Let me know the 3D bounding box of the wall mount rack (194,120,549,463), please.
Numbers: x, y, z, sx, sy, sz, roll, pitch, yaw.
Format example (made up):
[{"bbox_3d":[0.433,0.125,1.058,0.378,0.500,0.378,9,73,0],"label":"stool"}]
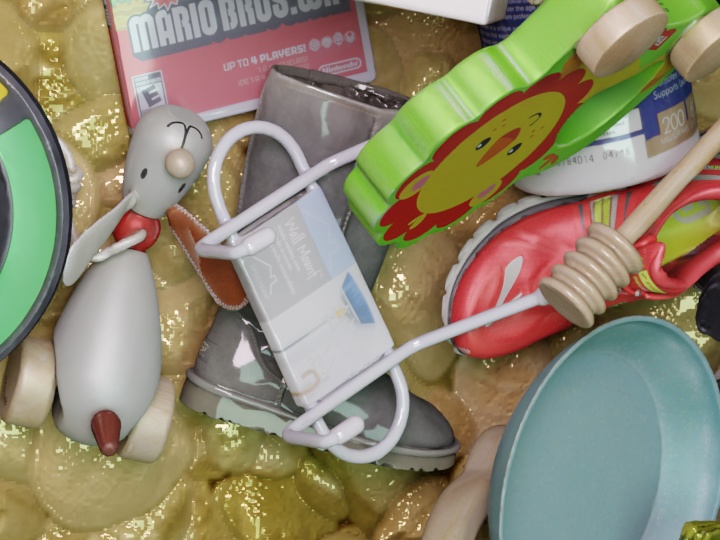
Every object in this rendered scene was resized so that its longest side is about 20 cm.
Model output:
[{"bbox_3d":[0.010,-0.001,1.437,0.174,0.075,0.200,-34,109,-29],"label":"wall mount rack"}]

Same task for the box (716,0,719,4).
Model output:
[{"bbox_3d":[0.269,-0.163,1.524,0.104,0.148,0.200,-43,111,-5],"label":"box"}]

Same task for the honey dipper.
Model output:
[{"bbox_3d":[0.172,-0.052,1.461,0.200,0.038,0.038,-48,113,-14],"label":"honey dipper"}]

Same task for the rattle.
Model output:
[{"bbox_3d":[0.051,0.145,1.584,0.130,0.143,0.200,28,64,-35],"label":"rattle"}]

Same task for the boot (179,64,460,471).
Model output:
[{"bbox_3d":[0.002,0.001,1.507,0.182,0.073,0.200,17,95,-24],"label":"boot"}]

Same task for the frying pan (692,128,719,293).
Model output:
[{"bbox_3d":[0.266,-0.020,1.592,0.190,0.031,0.115,19,74,-9],"label":"frying pan"}]

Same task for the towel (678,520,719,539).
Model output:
[{"bbox_3d":[0.173,0.236,1.576,0.086,0.018,0.200,8,108,-55],"label":"towel"}]

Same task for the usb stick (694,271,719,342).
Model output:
[{"bbox_3d":[0.268,-0.020,1.547,0.200,0.033,0.055,-31,151,-29],"label":"usb stick"}]

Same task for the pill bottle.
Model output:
[{"bbox_3d":[0.117,-0.150,1.491,0.111,0.111,0.200,-17,108,-15],"label":"pill bottle"}]

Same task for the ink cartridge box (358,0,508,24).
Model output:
[{"bbox_3d":[0.009,-0.199,1.373,0.200,0.129,0.125,13,99,6],"label":"ink cartridge box"}]

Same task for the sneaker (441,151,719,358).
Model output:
[{"bbox_3d":[0.137,-0.009,1.498,0.200,0.085,0.077,-28,116,-8],"label":"sneaker"}]

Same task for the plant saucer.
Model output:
[{"bbox_3d":[0.133,0.121,1.534,0.200,0.036,0.200,-13,108,-45],"label":"plant saucer"}]

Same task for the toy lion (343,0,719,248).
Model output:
[{"bbox_3d":[0.084,-0.084,1.361,0.192,0.200,0.069,-45,73,23],"label":"toy lion"}]

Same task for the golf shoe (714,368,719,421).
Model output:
[{"bbox_3d":[0.241,0.101,1.622,0.088,0.077,0.200,9,90,-14],"label":"golf shoe"}]

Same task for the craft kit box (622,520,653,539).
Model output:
[{"bbox_3d":[0.159,0.272,1.643,0.197,0.049,0.200,37,88,-26],"label":"craft kit box"}]

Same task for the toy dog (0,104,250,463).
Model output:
[{"bbox_3d":[-0.126,0.020,1.444,0.132,0.096,0.200,-7,111,-15],"label":"toy dog"}]

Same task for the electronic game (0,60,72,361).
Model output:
[{"bbox_3d":[-0.247,-0.032,1.394,0.200,0.042,0.200,1,99,3],"label":"electronic game"}]

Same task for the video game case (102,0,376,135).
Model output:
[{"bbox_3d":[-0.075,-0.184,1.466,0.143,0.017,0.200,-15,107,-16],"label":"video game case"}]
